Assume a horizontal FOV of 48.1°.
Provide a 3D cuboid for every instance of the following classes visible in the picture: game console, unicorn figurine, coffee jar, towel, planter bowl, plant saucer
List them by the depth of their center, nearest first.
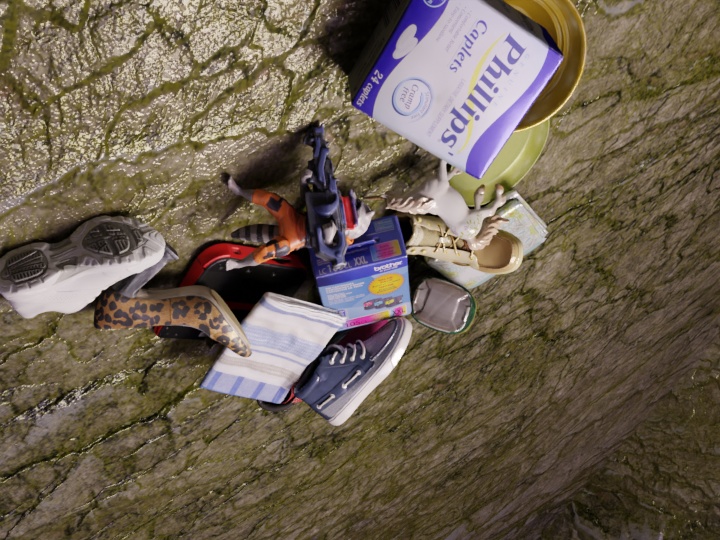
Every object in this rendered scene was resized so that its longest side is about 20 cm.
[{"bbox_3d":[0.192,-0.293,1.072,0.196,0.084,0.204,-2,121,-3],"label":"planter bowl"},{"bbox_3d":[-0.126,0.118,1.170,0.145,0.024,0.201,18,123,-36],"label":"towel"},{"bbox_3d":[-0.186,0.038,1.191,0.198,0.031,0.177,9,130,-47],"label":"game console"},{"bbox_3d":[0.125,-0.108,1.192,0.138,0.199,0.074,-50,175,-16],"label":"unicorn figurine"},{"bbox_3d":[0.214,-0.192,1.290,0.197,0.031,0.202,-25,145,-19],"label":"plant saucer"},{"bbox_3d":[0.149,0.063,1.410,0.200,0.102,0.087,18,91,-78],"label":"coffee jar"},{"bbox_3d":[0.224,-0.050,1.427,0.199,0.049,0.171,-35,147,15],"label":"towel"}]

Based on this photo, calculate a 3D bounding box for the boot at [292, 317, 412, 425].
[{"bbox_3d":[-0.012,0.137,1.219,0.090,0.073,0.201,36,95,-22],"label":"boot"}]

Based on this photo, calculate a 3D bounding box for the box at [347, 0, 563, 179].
[{"bbox_3d":[0.112,-0.248,0.984,0.197,0.106,0.185,26,117,-18],"label":"box"}]

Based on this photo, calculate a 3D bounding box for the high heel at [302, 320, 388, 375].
[{"bbox_3d":[-0.048,0.113,1.284,0.196,0.098,0.067,-6,176,-6],"label":"high heel"}]

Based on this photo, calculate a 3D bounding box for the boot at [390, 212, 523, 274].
[{"bbox_3d":[0.139,-0.045,1.258,0.154,0.198,0.074,7,100,-43],"label":"boot"}]

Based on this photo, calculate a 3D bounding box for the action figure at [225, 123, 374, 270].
[{"bbox_3d":[-0.077,-0.083,1.055,0.189,0.204,0.105,1,157,-5],"label":"action figure"}]

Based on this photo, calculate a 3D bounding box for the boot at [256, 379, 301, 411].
[{"bbox_3d":[-0.079,0.185,1.346,0.196,0.074,0.144,-20,178,-10],"label":"boot"}]

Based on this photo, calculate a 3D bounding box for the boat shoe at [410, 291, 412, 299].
[{"bbox_3d":[0.021,0.020,1.315,0.198,0.077,0.072,9,127,-47],"label":"boat shoe"}]

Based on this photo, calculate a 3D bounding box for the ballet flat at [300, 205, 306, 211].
[{"bbox_3d":[-0.010,-0.052,1.198,0.066,0.068,0.199,-6,162,35],"label":"ballet flat"}]

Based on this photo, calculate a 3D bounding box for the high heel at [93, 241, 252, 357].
[{"bbox_3d":[-0.249,0.077,1.077,0.142,0.071,0.201,-41,109,-2],"label":"high heel"}]

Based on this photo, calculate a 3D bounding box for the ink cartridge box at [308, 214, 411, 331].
[{"bbox_3d":[0.000,0.000,1.164,0.134,0.077,0.201,-14,147,-2],"label":"ink cartridge box"}]

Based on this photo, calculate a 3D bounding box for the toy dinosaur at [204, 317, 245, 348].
[{"bbox_3d":[-0.166,0.099,1.214,0.101,0.077,0.202,-12,141,-50],"label":"toy dinosaur"}]

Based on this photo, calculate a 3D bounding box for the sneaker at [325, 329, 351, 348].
[{"bbox_3d":[-0.040,0.089,1.364,0.198,0.075,0.081,10,96,-42],"label":"sneaker"}]

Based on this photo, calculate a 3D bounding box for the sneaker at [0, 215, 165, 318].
[{"bbox_3d":[-0.332,0.001,0.976,0.196,0.079,0.100,-16,148,-15],"label":"sneaker"}]
